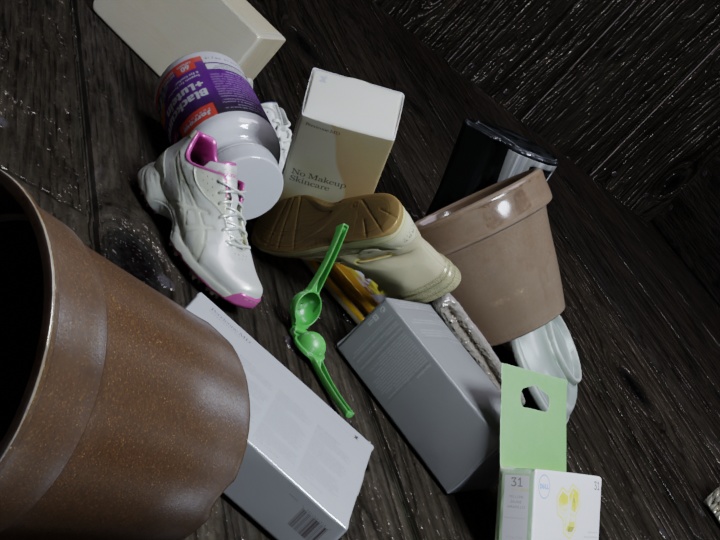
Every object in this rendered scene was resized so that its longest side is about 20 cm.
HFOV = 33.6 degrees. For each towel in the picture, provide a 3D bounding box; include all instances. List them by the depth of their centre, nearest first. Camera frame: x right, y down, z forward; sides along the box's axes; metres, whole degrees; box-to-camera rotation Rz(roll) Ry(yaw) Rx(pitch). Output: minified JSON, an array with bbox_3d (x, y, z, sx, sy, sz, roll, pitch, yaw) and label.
[{"bbox_3d":[0.117,0.075,1.393,0.200,0.034,0.133,54,-5,-32],"label":"towel"}]

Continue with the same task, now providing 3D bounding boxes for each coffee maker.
[{"bbox_3d":[0.156,-0.107,1.671,0.192,0.200,0.135,27,14,19],"label":"coffee maker"}]

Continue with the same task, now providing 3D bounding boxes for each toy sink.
[{"bbox_3d":[-0.218,-0.317,1.529,0.200,0.130,0.112,44,17,4],"label":"toy sink"}]

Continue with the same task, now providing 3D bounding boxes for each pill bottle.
[{"bbox_3d":[-0.152,-0.145,1.305,0.111,0.111,0.200,28,23,-40],"label":"pill bottle"}]

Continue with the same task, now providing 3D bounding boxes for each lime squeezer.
[{"bbox_3d":[-0.037,0.056,1.178,0.038,0.070,0.200,45,38,-58],"label":"lime squeezer"}]

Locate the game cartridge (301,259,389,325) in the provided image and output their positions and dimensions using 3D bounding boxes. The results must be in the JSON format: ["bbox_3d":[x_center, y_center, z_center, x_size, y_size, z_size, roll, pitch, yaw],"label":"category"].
[{"bbox_3d":[0.000,0.000,1.436,0.176,0.032,0.200,49,19,17],"label":"game cartridge"}]

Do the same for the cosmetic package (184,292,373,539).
[{"bbox_3d":[-0.086,0.119,0.939,0.200,0.052,0.151,42,19,-4],"label":"cosmetic package"}]

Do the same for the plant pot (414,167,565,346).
[{"bbox_3d":[0.168,-0.009,1.462,0.175,0.200,0.200,64,17,-3],"label":"plant pot"}]

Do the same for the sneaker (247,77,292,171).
[{"bbox_3d":[-0.116,-0.153,1.442,0.200,0.087,0.074,48,17,13],"label":"sneaker"}]

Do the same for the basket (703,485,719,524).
[{"bbox_3d":[0.662,0.362,1.774,0.198,0.200,0.161,31,19,-35],"label":"basket"}]

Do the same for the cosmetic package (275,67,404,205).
[{"bbox_3d":[-0.030,-0.116,1.288,0.105,0.200,0.071,14,54,-5],"label":"cosmetic package"}]

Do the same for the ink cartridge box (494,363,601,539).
[{"bbox_3d":[0.186,0.199,1.168,0.145,0.048,0.201,18,74,-52],"label":"ink cartridge box"}]

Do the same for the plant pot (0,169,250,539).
[{"bbox_3d":[-0.177,0.069,0.656,0.198,0.200,0.200,33,18,-54],"label":"plant pot"}]

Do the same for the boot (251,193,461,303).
[{"bbox_3d":[-0.005,-0.019,1.292,0.155,0.200,0.073,41,54,-45],"label":"boot"}]

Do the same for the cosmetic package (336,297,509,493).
[{"bbox_3d":[0.080,0.128,1.232,0.200,0.090,0.107,55,20,25],"label":"cosmetic package"}]

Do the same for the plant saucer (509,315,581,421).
[{"bbox_3d":[0.253,0.107,1.594,0.200,0.050,0.200,52,24,-35],"label":"plant saucer"}]

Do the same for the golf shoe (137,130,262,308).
[{"bbox_3d":[-0.143,-0.053,1.150,0.200,0.092,0.075,54,19,26],"label":"golf shoe"}]
